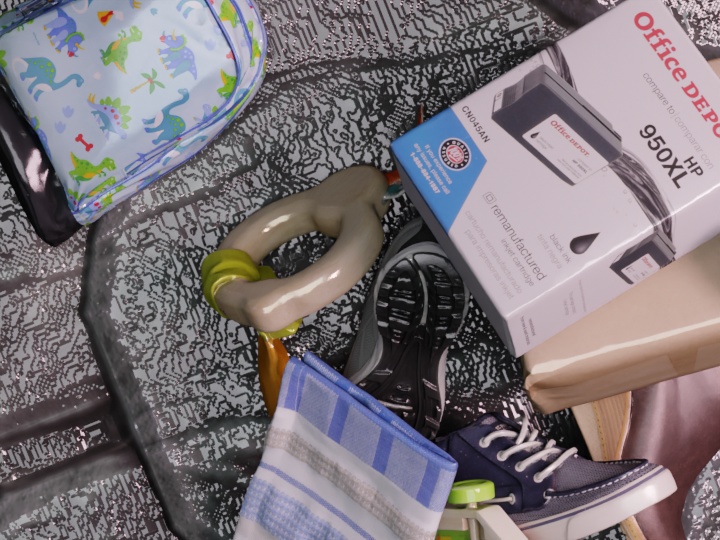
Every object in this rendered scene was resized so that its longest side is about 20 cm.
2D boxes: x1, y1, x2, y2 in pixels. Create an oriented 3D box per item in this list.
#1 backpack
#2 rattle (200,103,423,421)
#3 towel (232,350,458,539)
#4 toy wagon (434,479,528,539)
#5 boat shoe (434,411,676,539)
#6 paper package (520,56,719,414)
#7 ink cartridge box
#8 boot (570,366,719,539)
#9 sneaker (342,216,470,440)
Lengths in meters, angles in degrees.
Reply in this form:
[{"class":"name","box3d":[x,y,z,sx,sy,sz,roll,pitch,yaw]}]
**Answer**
[{"class":"backpack","box3d":[-0.157,-0.132,1.647,0.200,0.154,0.163,-25,88,-10]},{"class":"rattle","box3d":[0.000,0.000,1.685,0.200,0.130,0.143,-39,107,-23]},{"class":"towel","box3d":[-0.018,0.169,1.654,0.147,0.024,0.200,35,125,24]},{"class":"toy wagon","box3d":[0.042,0.220,1.672,0.200,0.040,0.155,-3,94,45]},{"class":"boat shoe","box3d":[0.116,0.136,1.652,0.200,0.075,0.093,-22,91,41]},{"class":"paper package","box3d":[0.185,-0.024,1.635,0.200,0.103,0.191,-15,72,3]},{"class":"ink cartridge box","box3d":[0.142,-0.064,1.554,0.200,0.084,0.145,-32,69,-4]},{"class":"boot","box3d":[0.238,0.107,1.688,0.166,0.072,0.200,-23,91,4]},{"class":"sneaker","box3d":[0.030,0.051,1.670,0.074,0.079,0.200,15,125,-6]}]
